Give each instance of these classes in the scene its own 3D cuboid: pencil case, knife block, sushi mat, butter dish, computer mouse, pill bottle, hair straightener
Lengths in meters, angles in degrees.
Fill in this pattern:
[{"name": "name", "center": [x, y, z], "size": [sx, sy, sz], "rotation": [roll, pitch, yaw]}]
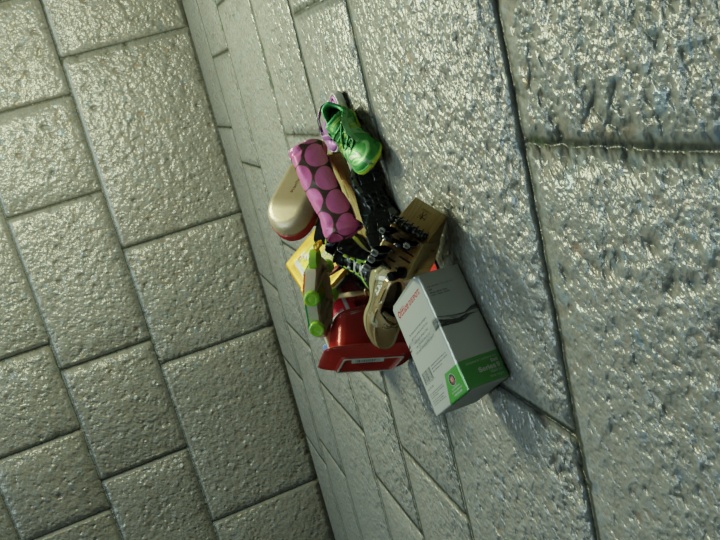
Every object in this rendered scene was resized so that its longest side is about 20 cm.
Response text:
[{"name": "pencil case", "center": [-0.066, -0.153, 1.552], "size": [0.093, 0.090, 0.202], "rotation": [-4, -111, -62]}, {"name": "knife block", "center": [0.062, -0.020, 1.272], "size": [0.064, 0.176, 0.201], "rotation": [32, 150, 15]}, {"name": "sushi mat", "center": [-0.020, -0.144, 1.607], "size": [0.095, 0.012, 0.202], "rotation": [13, 128, 61]}, {"name": "butter dish", "center": [0.011, 0.126, 1.671], "size": [0.200, 0.197, 0.150], "rotation": [116, 151, -70]}, {"name": "computer mouse", "center": [-0.063, -0.123, 1.783], "size": [0.052, 0.140, 0.201], "rotation": [22, 146, 6]}, {"name": "pill bottle", "center": [-0.039, 0.069, 1.889], "size": [0.113, 0.111, 0.202], "rotation": [97, 152, -59]}, {"name": "hair straightener", "center": [0.000, 0.000, 1.696], "size": [0.077, 0.041, 0.199], "rotation": [53, 136, -3]}]

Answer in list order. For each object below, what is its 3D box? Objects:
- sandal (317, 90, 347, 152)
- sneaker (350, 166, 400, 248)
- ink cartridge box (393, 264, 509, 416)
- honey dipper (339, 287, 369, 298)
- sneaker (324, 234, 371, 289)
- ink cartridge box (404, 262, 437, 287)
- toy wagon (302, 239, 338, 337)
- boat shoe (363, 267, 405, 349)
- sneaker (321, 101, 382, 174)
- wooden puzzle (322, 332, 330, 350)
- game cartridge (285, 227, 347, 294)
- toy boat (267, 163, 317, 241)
[{"name": "sandal", "center": [-0.066, -0.309, 1.660], "size": [0.203, 0.049, 0.083], "rotation": [111, 139, -68]}, {"name": "sneaker", "center": [0.036, -0.107, 1.518], "size": [0.079, 0.074, 0.203], "rotation": [73, -179, -75]}, {"name": "ink cartridge box", "center": [0.141, 0.113, 1.298], "size": [0.202, 0.083, 0.146], "rotation": [68, 157, 18]}, {"name": "honey dipper", "center": [-0.012, 0.053, 1.760], "size": [0.199, 0.038, 0.039], "rotation": [-12, 97, 51]}, {"name": "sneaker", "center": [-0.015, -0.012, 1.576], "size": [0.200, 0.082, 0.073], "rotation": [45, 133, 52]}, {"name": "ink cartridge box", "center": [0.108, 0.059, 1.461], "size": [0.200, 0.049, 0.163], "rotation": [119, 132, -73]}, {"name": "toy wagon", "center": [-0.086, 0.034, 1.650], "size": [0.156, 0.039, 0.203], "rotation": [-69, -26, -61]}, {"name": "boat shoe", "center": [0.049, 0.079, 1.480], "size": [0.065, 0.070, 0.202], "rotation": [-125, 25, -46]}, {"name": "sneaker", "center": [-0.025, -0.247, 1.488], "size": [0.074, 0.083, 0.201], "rotation": [-51, 42, 17]}, {"name": "wooden puzzle", "center": [-0.051, 0.154, 1.964], "size": [0.184, 0.046, 0.202], "rotation": [6, -125, -60]}, {"name": "game cartridge", "center": [-0.084, -0.025, 1.860], "size": [0.032, 0.177, 0.200], "rotation": [35, -170, -35]}, {"name": "toy boat", "center": [-0.123, -0.150, 1.835], "size": [0.129, 0.202, 0.131], "rotation": [7, 149, 34]}]
